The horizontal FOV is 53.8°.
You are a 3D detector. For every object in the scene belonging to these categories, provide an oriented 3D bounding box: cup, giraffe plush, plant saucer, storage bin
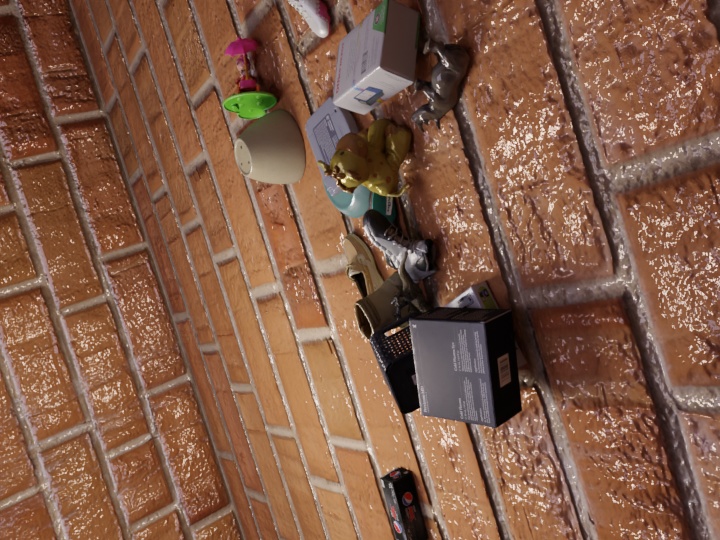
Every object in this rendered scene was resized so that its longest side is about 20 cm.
[{"bbox_3d":[-0.259,-0.322,1.928,0.199,0.141,0.205,35,135,45],"label":"cup"},{"bbox_3d":[0.000,-0.225,1.489,0.171,0.160,0.205,-19,73,49],"label":"giraffe plush"},{"bbox_3d":[-0.044,-0.223,1.736,0.199,0.035,0.204,35,134,46],"label":"plant saucer"},{"bbox_3d":[0.113,0.204,1.553,0.094,0.133,0.202,60,174,43],"label":"storage bin"}]

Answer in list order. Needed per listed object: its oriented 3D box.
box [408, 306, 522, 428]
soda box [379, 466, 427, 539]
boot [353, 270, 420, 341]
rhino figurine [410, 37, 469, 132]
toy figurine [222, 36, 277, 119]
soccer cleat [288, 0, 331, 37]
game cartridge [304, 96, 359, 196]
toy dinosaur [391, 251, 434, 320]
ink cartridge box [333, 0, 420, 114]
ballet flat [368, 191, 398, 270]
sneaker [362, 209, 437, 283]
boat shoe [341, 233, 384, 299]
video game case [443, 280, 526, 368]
[{"bbox_3d":[0.203,0.181,1.377,0.179,0.103,0.205,0,101,43],"label":"box"},{"bbox_3d":[0.117,0.642,1.918,0.063,0.070,0.205,0,107,57],"label":"soda box"},{"bbox_3d":[0.075,0.125,1.605,0.072,0.154,0.204,-1,117,54],"label":"boot"},{"bbox_3d":[0.143,-0.338,1.327,0.202,0.085,0.061,106,174,-46],"label":"rhino figurine"},{"bbox_3d":[-0.311,-0.537,1.948,0.200,0.146,0.189,124,139,-82],"label":"toy figurine"},{"bbox_3d":[-0.137,-0.617,1.620,0.070,0.085,0.204,-39,73,58],"label":"soccer cleat"},{"bbox_3d":[-0.056,-0.296,1.665,0.133,0.040,0.204,-37,66,42],"label":"game cartridge"},{"bbox_3d":[0.103,0.056,1.542,0.047,0.088,0.202,22,151,44],"label":"toy dinosaur"},{"bbox_3d":[0.028,-0.419,1.411,0.199,0.086,0.149,-15,66,58],"label":"ink cartridge box"},{"bbox_3d":[0.054,-0.097,1.620,0.068,0.067,0.205,-3,104,67],"label":"ballet flat"},{"bbox_3d":[0.099,-0.066,1.533,0.201,0.076,0.114,49,142,-18],"label":"sneaker"},{"bbox_3d":[0.000,0.000,1.757,0.202,0.065,0.074,60,148,18],"label":"boat shoe"},{"bbox_3d":[0.235,0.145,1.475,0.184,0.045,0.200,65,149,12],"label":"video game case"}]
